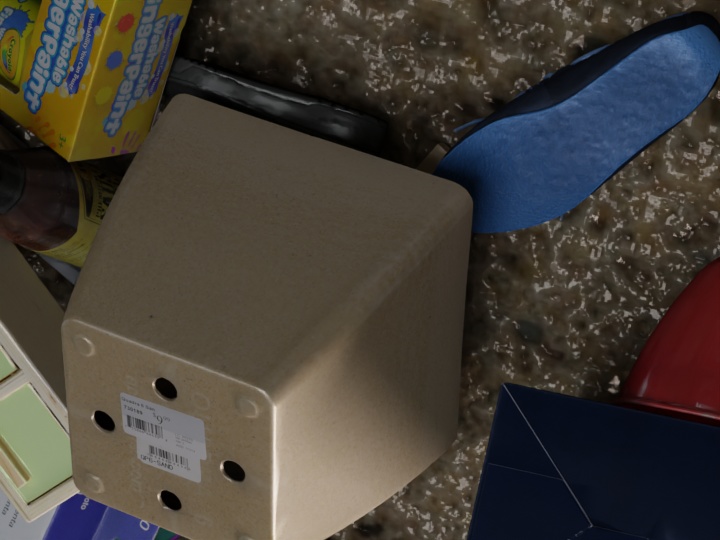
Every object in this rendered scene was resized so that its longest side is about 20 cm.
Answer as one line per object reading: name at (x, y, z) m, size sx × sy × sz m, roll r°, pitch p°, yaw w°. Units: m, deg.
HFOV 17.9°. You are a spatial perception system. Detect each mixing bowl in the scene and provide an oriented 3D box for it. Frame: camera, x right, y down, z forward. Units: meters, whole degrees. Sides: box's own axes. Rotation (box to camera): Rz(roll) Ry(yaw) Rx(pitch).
mixing bowl at (0.249, 0.048, 1.280) m, size 0.199 × 0.200 × 0.109 m, roll 12°, pitch 83°, yaw 17°

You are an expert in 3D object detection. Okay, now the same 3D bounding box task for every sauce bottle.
sauce bottle at (-0.188, -0.041, 1.390) m, size 0.066 × 0.200 × 0.066 m, roll -4°, pitch 80°, yaw 22°

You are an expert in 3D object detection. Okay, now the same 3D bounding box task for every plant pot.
plant pot at (-0.067, 0.050, 1.312) m, size 0.199 × 0.177 × 0.201 m, roll 19°, pitch 133°, yaw 20°

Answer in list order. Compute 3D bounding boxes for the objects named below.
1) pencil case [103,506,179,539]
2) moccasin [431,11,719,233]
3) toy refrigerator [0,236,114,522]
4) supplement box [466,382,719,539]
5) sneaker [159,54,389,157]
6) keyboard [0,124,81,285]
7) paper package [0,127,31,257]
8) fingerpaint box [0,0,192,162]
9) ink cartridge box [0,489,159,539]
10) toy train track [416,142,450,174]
pencil case at (-0.134, 0.150, 1.501) m, size 0.200 × 0.085 × 0.093 m, roll -36°, pitch 76°, yaw 28°
moccasin at (0.132, -0.083, 1.330) m, size 0.199 × 0.068 × 0.081 m, roll -26°, pitch 105°, yaw 27°
toy refrigerator at (-0.225, 0.047, 1.384) m, size 0.076 × 0.070 × 0.200 m, roll -32°, pitch 99°, yaw 26°
supplement box at (0.179, 0.158, 1.298) m, size 0.199 × 0.200 × 0.135 m, roll 12°, pitch 84°, yaw 18°
sneaker at (-0.057, -0.061, 1.397) m, size 0.199 × 0.060 × 0.105 m, roll 18°, pitch 96°, yaw 15°
keyboard at (-0.182, -0.018, 1.504) m, size 0.200 × 0.011 × 0.056 m, roll 40°, pitch 112°, yaw 4°
paper package at (-0.322, -0.036, 1.489) m, size 0.191 × 0.103 × 0.200 m, roll 49°, pitch 121°, yaw -1°
fingerpaint box at (-0.179, -0.194, 1.375) m, size 0.167 × 0.073 × 0.201 m, roll 36°, pitch 119°, yaw 29°
ink cartridge box at (-0.223, 0.160, 1.489) m, size 0.200 × 0.043 × 0.197 m, roll 31°, pitch 100°, yaw 39°
toy train track at (0.000, 0.000, 1.430) m, size 0.115 × 0.033 × 0.200 m, roll 45°, pitch 112°, yaw 11°
